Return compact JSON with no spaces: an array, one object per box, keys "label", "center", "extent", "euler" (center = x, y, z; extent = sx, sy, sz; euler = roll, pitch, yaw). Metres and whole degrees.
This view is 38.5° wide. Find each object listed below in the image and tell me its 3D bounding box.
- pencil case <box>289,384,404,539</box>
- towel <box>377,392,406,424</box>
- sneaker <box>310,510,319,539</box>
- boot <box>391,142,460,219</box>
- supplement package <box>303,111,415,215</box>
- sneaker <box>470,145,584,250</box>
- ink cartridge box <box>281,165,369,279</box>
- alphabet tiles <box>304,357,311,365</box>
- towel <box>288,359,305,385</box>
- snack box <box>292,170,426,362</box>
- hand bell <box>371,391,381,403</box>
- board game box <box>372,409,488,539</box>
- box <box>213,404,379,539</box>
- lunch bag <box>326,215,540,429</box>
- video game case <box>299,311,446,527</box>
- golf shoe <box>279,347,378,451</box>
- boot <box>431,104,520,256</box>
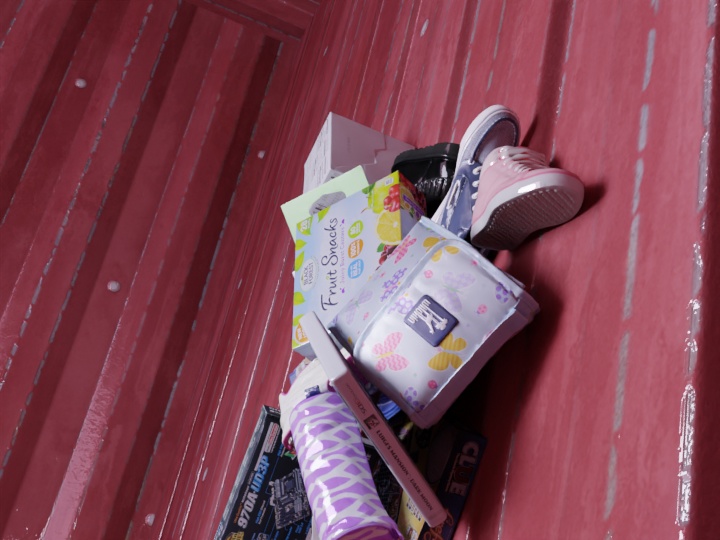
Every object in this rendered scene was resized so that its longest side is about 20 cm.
[{"label":"pencil case","center":[-0.018,0.220,1.098],"extent":[0.084,0.085,0.200],"euler":[77,176,-45]},{"label":"towel","center":[0.075,0.083,1.193],"extent":[0.145,0.024,0.200],"euler":[-41,20,45]},{"label":"sneaker","center":[-0.011,0.321,1.175],"extent":[0.088,0.076,0.200],"euler":[25,107,38]},{"label":"boot","center":[0.078,-0.082,1.394],"extent":[0.211,0.079,0.158],"euler":[168,122,-73]},{"label":"supplement package","center":[0.001,-0.133,1.602],"extent":[0.200,0.156,0.111],"euler":[-91,26,-57]},{"label":"sneaker","center":[0.169,-0.094,1.063],"extent":[0.200,0.075,0.105],"euler":[138,145,-70]},{"label":"ink cartridge box","center":[-0.027,-0.025,1.420],"extent":[0.145,0.200,0.048],"euler":[-25,-4,24]},{"label":"alphabet tiles","center":[0.004,0.047,1.285],"extent":[0.166,0.006,0.200],"euler":[-14,53,38]},{"label":"towel","center":[-0.056,0.195,1.526],"extent":[0.200,0.024,0.147],"euler":[136,122,-63]},{"label":"snack box","center":[0.000,0.000,1.265],"extent":[0.169,0.068,0.200],"euler":[-25,45,29]},{"label":"hand bell","center":[-0.019,0.199,1.252],"extent":[0.104,0.104,0.200],"euler":[-51,15,53]},{"label":"board game box","center":[0.066,0.214,1.108],"extent":[0.200,0.035,0.136],"euler":[-154,85,-76]},{"label":"box","center":[-0.083,0.291,1.309],"extent":[0.046,0.159,0.200],"euler":[-159,89,-78]},{"label":"lunch bag","center":[0.074,0.052,1.041],"extent":[0.170,0.127,0.200],"euler":[-48,26,2]},{"label":"video game case","center":[0.009,0.141,1.025],"extent":[0.023,0.182,0.200],"euler":[-34,18,-2]},{"label":"golf shoe","center":[-0.030,0.122,1.205],"extent":[0.200,0.075,0.092],"euler":[-46,39,16]},{"label":"boot","center":[0.144,-0.089,1.190],"extent":[0.200,0.073,0.090],"euler":[-68,22,12]}]
